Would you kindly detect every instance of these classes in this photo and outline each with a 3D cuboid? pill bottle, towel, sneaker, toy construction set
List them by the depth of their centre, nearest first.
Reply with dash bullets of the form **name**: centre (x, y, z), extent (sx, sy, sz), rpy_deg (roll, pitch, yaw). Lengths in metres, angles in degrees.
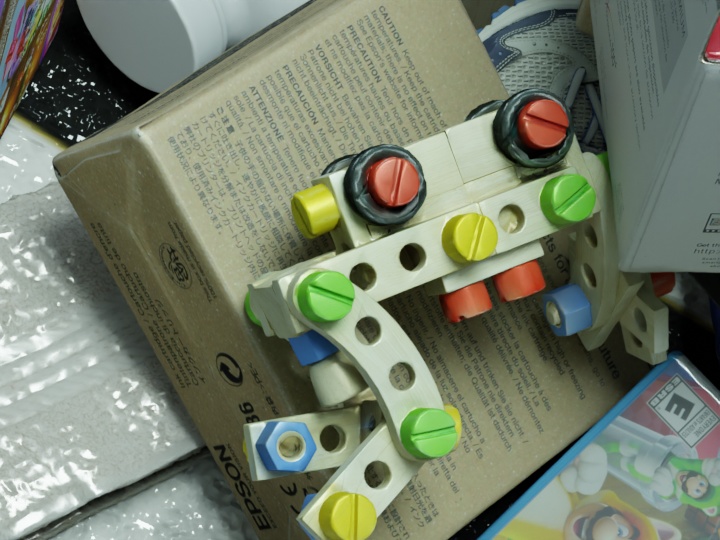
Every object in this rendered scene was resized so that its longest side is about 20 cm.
- **toy construction set**: centre (0.041, 0.010, 1.094), extent (0.200, 0.092, 0.131), rpy_deg (-22, 94, -35)
- **towel**: centre (-0.114, 0.028, 1.189), extent (0.200, 0.034, 0.133), rpy_deg (-26, 74, -29)
- **sneaker**: centre (0.127, -0.073, 1.263), extent (0.200, 0.085, 0.077), rpy_deg (-5, 107, -32)
- **pill bottle**: centre (-0.028, -0.156, 1.274), extent (0.111, 0.111, 0.200), rpy_deg (45, 58, 9)

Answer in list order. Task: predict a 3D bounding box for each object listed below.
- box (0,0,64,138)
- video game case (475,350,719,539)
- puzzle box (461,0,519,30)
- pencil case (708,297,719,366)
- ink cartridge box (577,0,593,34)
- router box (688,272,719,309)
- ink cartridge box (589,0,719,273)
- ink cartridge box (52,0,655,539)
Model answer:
- **box**: centre (-0.136, -0.127, 1.154), extent (0.039, 0.200, 0.137), rpy_deg (21, 45, -1)
- **video game case**: centre (0.141, 0.151, 1.161), extent (0.143, 0.018, 0.200), rpy_deg (-45, 81, 11)
- **puzzle box**: centre (0.094, -0.188, 1.320), extent (0.025, 0.133, 0.200), rpy_deg (26, 58, 3)
- **pencil case**: centre (0.177, 0.058, 1.237), extent (0.078, 0.087, 0.200), rpy_deg (-2, 60, 9)
- **ink cartridge box**: centre (0.191, -0.145, 1.261), extent (0.165, 0.075, 0.200), rpy_deg (20, 32, 3)
- **router box**: centre (0.228, 0.042, 1.130), extent (0.157, 0.052, 0.200), rpy_deg (1, 44, -53)
- **ink cartridge box**: centre (0.137, -0.127, 1.044), extent (0.084, 0.176, 0.200), rpy_deg (1, 59, -8)
- **ink cartridge box**: centre (0.000, 0.000, 1.170), extent (0.165, 0.075, 0.200), rpy_deg (-34, 101, -34)
